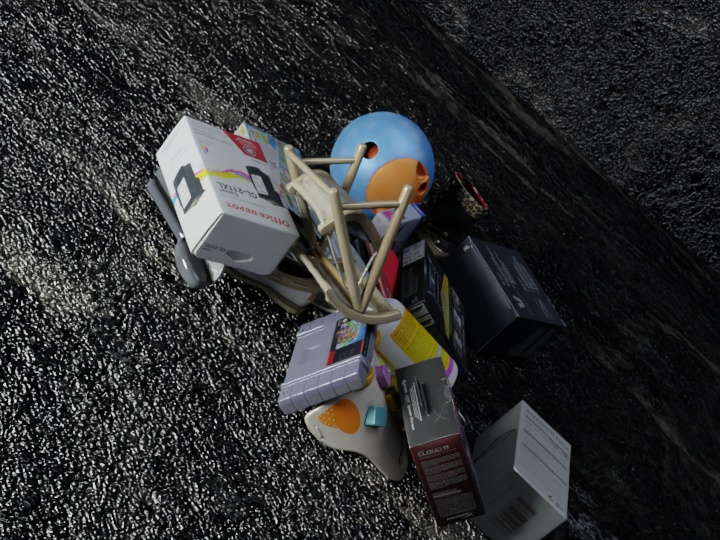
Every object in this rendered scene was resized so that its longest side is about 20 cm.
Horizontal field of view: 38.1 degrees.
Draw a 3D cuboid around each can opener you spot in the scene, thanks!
[{"bbox_3d":[-0.250,-0.064,1.478,0.066,0.053,0.201,7,45,-52],"label":"can opener"}]

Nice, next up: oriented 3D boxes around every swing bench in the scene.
[{"bbox_3d":[-0.026,-0.053,1.464,0.128,0.203,0.199,-4,24,-22],"label":"swing bench"}]

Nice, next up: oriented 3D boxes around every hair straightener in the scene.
[{"bbox_3d":[0.000,0.000,1.748,0.041,0.076,0.203,-15,85,-59],"label":"hair straightener"}]

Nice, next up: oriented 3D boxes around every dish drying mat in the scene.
[{"bbox_3d":[0.075,0.055,1.788,0.077,0.018,0.203,-21,88,-62],"label":"dish drying mat"}]

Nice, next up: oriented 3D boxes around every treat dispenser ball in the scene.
[{"bbox_3d":[0.041,-0.194,1.957,0.200,0.201,0.202,35,26,-21],"label":"treat dispenser ball"}]

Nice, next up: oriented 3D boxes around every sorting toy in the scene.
[{"bbox_3d":[0.018,0.200,1.490,0.181,0.106,0.201,58,20,-21],"label":"sorting toy"}]

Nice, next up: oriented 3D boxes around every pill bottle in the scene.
[{"bbox_3d":[0.053,0.115,1.602,0.200,0.104,0.105,47,23,-17],"label":"pill bottle"}]

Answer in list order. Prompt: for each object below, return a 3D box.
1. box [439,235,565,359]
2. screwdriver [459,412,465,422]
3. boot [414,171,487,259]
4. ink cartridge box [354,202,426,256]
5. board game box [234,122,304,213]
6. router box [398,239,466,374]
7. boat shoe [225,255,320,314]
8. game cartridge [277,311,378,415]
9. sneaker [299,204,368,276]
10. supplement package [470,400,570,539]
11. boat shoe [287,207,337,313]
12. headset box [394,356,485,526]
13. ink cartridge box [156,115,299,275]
[{"bbox_3d":[0.270,0.057,2.045,0.199,0.117,0.198,13,40,-51],"label":"box"},{"bbox_3d":[0.115,0.171,1.737,0.200,0.029,0.028,48,25,4],"label":"screwdriver"},{"bbox_3d":[0.151,-0.142,2.113,0.201,0.151,0.073,52,26,13],"label":"boot"},{"bbox_3d":[0.048,-0.061,1.865,0.042,0.120,0.200,45,24,10],"label":"ink cartridge box"},{"bbox_3d":[-0.141,-0.159,1.815,0.133,0.034,0.202,24,33,-40],"label":"board game box"},{"bbox_3d":[0.124,0.066,1.784,0.158,0.052,0.201,58,19,-25],"label":"router box"},{"bbox_3d":[-0.144,-0.015,1.553,0.199,0.068,0.075,33,27,-27],"label":"boat shoe"},{"bbox_3d":[-0.040,0.114,1.455,0.039,0.128,0.201,57,20,-21],"label":"game cartridge"},{"bbox_3d":[-0.045,-0.014,1.712,0.202,0.070,0.073,60,20,16],"label":"sneaker"},{"bbox_3d":[0.243,0.319,1.611,0.117,0.117,0.200,43,24,-6],"label":"supplement package"},{"bbox_3d":[-0.079,-0.019,1.641,0.072,0.062,0.201,-28,66,-27],"label":"boat shoe"},{"bbox_3d":[0.109,0.233,1.463,0.150,0.074,0.202,-100,173,-50],"label":"headset box"},{"bbox_3d":[-0.187,-0.105,1.475,0.144,0.083,0.201,16,37,-43],"label":"ink cartridge box"}]
